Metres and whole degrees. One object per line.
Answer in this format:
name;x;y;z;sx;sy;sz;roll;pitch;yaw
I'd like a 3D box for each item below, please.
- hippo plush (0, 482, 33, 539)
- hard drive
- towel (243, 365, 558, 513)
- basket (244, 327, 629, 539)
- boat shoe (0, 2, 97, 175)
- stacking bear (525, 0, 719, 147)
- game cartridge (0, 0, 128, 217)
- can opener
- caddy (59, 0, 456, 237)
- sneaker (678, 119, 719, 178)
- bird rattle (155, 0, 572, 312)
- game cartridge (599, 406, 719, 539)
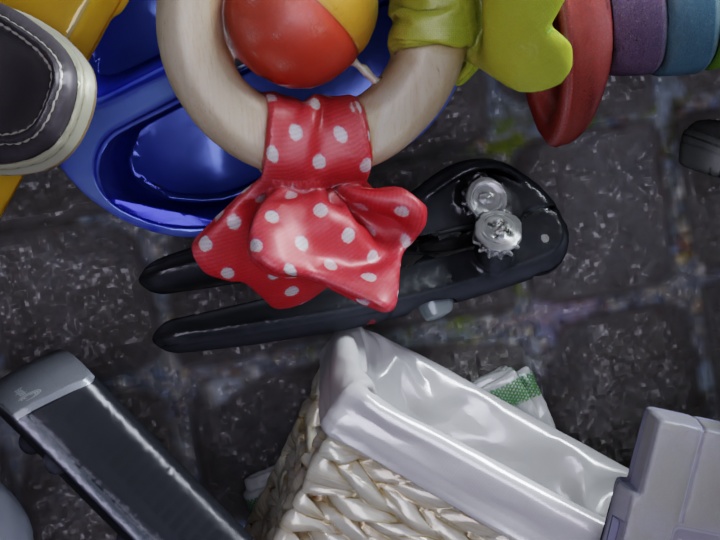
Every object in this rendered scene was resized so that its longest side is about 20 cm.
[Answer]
hippo plush;-0.169;0.171;1.100;0.199;0.159;0.161;-21;127;-8
hard drive;-0.104;0.090;1.115;0.042;0.200;0.135;-45;97;-9
towel;0.048;0.159;1.217;0.149;0.031;0.201;-23;100;2
basket;0.050;0.130;1.129;0.199;0.136;0.124;28;99;-7
boat shoe;-0.197;-0.095;1.067;0.199;0.065;0.072;27;92;31
stacking bear;0.167;-0.145;1.142;0.199;0.114;0.122;-14;77;-10
game cartridge;-0.176;-0.136;1.122;0.176;0.032;0.201;35;95;31
can opener;0.000;0.000;1.138;0.199;0.079;0.064;-17;75;-22
caddy;-0.047;-0.100;1.138;0.199;0.105;0.142;-27;96;1
sneaker;0.247;-0.087;1.178;0.199;0.060;0.105;5;98;-8
bird rattle;-0.012;-0.087;1.065;0.163;0.113;0.200;42;95;-10
game cartridge;0.150;0.164;1.055;0.129;0.038;0.201;13;98;-5
